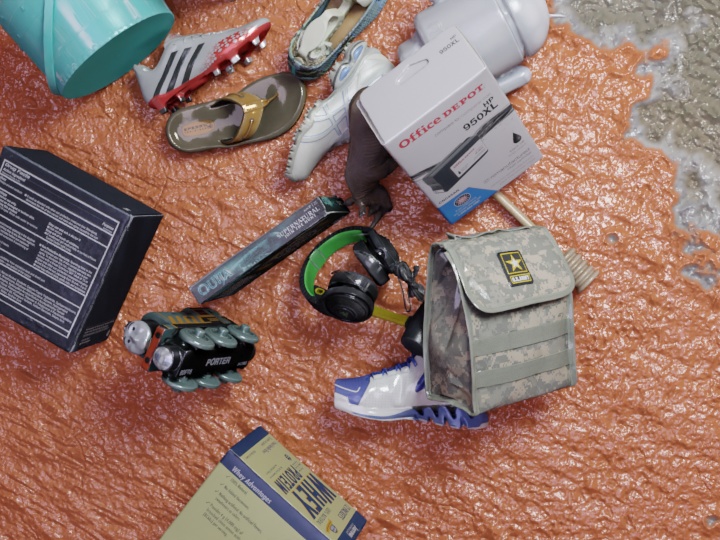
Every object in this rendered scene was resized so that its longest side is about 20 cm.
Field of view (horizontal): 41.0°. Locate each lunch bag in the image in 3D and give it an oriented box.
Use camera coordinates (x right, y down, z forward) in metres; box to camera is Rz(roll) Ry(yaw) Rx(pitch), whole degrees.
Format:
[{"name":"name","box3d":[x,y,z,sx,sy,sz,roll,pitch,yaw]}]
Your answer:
[{"name":"lunch bag","box3d":[0.164,0.049,1.138,0.163,0.117,0.202,-10,100,-31]}]

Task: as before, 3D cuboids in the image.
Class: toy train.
[{"name":"toy train","box3d":[-0.213,0.095,1.219,0.113,0.200,0.086,27,101,22]}]

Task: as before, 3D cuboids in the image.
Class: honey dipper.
[{"name":"honey dipper","box3d":[0.215,-0.055,1.205,0.038,0.038,0.200,-45,82,10]}]

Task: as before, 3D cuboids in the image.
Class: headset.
[{"name":"headset","box3d":[0.000,0.000,1.181,0.199,0.094,0.124,20,67,42]}]

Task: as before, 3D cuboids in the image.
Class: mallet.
[{"name":"mallet","box3d":[0.013,0.059,1.215,0.198,0.041,0.066,9,56,29]}]

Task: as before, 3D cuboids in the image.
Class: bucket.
[{"name":"bucket","box3d":[-0.345,-0.322,1.214,0.206,0.207,0.135,-36,93,11]}]

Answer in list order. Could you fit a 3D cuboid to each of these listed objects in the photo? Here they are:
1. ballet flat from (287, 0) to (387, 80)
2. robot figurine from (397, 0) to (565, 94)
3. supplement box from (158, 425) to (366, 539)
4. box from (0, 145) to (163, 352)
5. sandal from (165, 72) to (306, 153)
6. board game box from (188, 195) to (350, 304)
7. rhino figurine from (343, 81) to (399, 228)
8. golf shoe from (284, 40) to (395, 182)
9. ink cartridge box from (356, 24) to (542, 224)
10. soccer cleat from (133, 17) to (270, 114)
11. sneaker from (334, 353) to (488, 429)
[{"name":"ballet flat","box3d":[-0.022,-0.326,1.210,0.074,0.074,0.201,35,96,7]},{"name":"robot figurine","box3d":[0.143,-0.286,1.163,0.199,0.113,0.170,-29,116,11]},{"name":"supplement box","box3d":[-0.134,0.352,1.245,0.200,0.134,0.200,40,100,6]},{"name":"box","box3d":[-0.400,-0.031,1.278,0.199,0.123,0.200,28,99,6]},{"name":"sandal","box3d":[-0.164,-0.202,1.255,0.198,0.054,0.081,-15,91,5]},{"name":"board game box","box3d":[-0.112,-0.028,1.217,0.199,0.135,0.028,-34,87,10]},{"name":"rhino figurine","box3d":[0.018,-0.141,1.198,0.060,0.087,0.202,38,134,42]},{"name":"golf shoe","box3d":[-0.021,-0.187,1.223,0.097,0.078,0.201,33,101,0]},{"name":"ink cartridge box","box3d":[0.108,-0.164,1.127,0.144,0.200,0.085,-36,53,10]},{"name":"soccer cleat","box3d":[-0.208,-0.284,1.255,0.199,0.069,0.086,-31,92,16]},{"name":"sneaker","box3d":[0.069,0.133,1.228,0.197,0.081,0.117,5,90,4]}]
